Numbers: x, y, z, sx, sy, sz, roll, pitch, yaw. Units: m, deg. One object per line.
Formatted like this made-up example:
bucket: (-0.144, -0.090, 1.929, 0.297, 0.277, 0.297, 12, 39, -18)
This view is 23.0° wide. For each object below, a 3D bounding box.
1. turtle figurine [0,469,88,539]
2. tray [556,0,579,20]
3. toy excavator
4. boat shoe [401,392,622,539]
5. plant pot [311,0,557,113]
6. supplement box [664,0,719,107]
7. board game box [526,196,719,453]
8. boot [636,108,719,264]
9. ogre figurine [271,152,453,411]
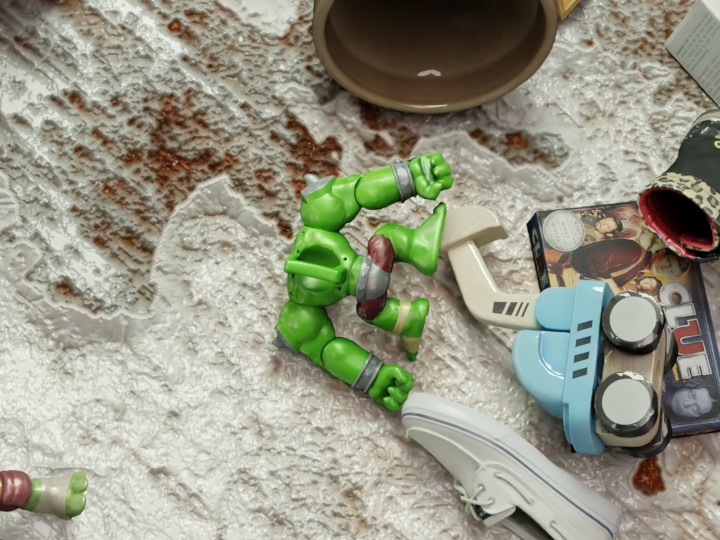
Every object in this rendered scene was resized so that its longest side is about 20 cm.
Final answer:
turtle figurine: (-0.288, 0.166, 1.275, 0.193, 0.200, 0.144, 17, 29, -26)
tray: (0.215, -0.325, 1.559, 0.037, 0.099, 0.200, 27, 66, 32)
toy excavator: (0.148, 0.046, 1.408, 0.199, 0.100, 0.195, 3, 74, 18)
boat shoe: (0.113, 0.170, 1.395, 0.199, 0.074, 0.067, 30, 68, -1)
plant pot: (0.057, -0.258, 1.481, 0.199, 0.201, 0.175, 4, 54, -9)
supplement box: (0.376, -0.170, 1.539, 0.101, 0.103, 0.200, -39, 81, -17)
board game box: (0.224, 0.043, 1.478, 0.135, 0.035, 0.201, -7, 74, -12)
boot: (0.331, -0.035, 1.470, 0.203, 0.074, 0.154, 41, 41, 9)
ogre figurine: (0.000, 0.000, 1.414, 0.119, 0.098, 0.201, 11, 115, -1)
